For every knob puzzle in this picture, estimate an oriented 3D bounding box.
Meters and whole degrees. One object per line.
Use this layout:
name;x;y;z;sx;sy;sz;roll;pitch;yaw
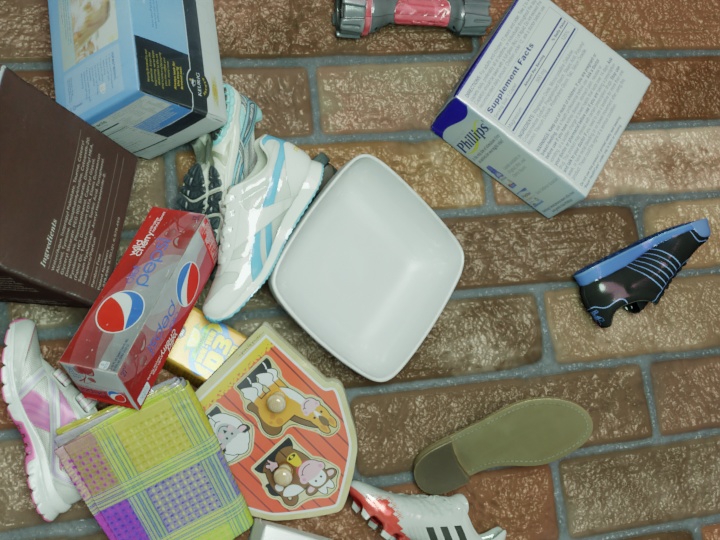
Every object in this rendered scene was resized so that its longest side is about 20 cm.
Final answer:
knob puzzle;-0.089;0.184;0.907;0.214;0.031;0.225;1;107;3

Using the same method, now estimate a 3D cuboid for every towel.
towel;-0.201;0.212;0.877;0.141;0.023;0.203;-26;115;-8

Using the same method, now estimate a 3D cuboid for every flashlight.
flashlight;0.065;-0.320;1.083;0.195;0.068;0.069;0;77;-13

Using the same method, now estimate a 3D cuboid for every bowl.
bowl;0.000;0.000;0.979;0.199;0.074;0.202;42;71;-21

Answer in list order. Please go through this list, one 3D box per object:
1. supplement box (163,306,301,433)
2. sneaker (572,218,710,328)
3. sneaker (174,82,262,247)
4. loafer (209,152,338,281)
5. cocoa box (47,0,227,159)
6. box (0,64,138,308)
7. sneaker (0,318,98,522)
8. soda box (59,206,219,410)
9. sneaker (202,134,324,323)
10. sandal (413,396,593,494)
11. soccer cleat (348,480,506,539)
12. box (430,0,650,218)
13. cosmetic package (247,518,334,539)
supplement box;-0.141;0.105;0.945;0.197;0.069;0.067;29;71;-4
sneaker;0.361;0.002;1.093;0.197;0.070;0.079;-24;89;-11
sneaker;-0.148;-0.103;0.981;0.085;0.076;0.205;9;91;-51
loafer;-0.086;-0.047;0.991;0.063;0.072;0.201;43;70;-8
cocoa box;-0.239;-0.243;0.928;0.130;0.131;0.205;9;68;-55
box;-0.346;-0.071;0.833;0.162;0.200;0.168;3;74;24
sneaker;-0.309;0.144;0.893;0.087;0.081;0.204;-16;91;-18
soda box;-0.213;0.033;0.869;0.068;0.064;0.202;8;52;19
sneaker;-0.117;-0.042;0.905;0.080;0.076;0.203;30;80;-17
sandal;0.157;0.189;1.004;0.208;0.070;0.079;-22;99;5
soccer cleat;0.074;0.273;0.961;0.198;0.069;0.086;35;78;-9
box;0.220;-0.204;1.078;0.198;0.105;0.186;36;73;-5
cosmetic package;-0.025;0.326;0.906;0.196;0.108;0.087;18;75;-8
